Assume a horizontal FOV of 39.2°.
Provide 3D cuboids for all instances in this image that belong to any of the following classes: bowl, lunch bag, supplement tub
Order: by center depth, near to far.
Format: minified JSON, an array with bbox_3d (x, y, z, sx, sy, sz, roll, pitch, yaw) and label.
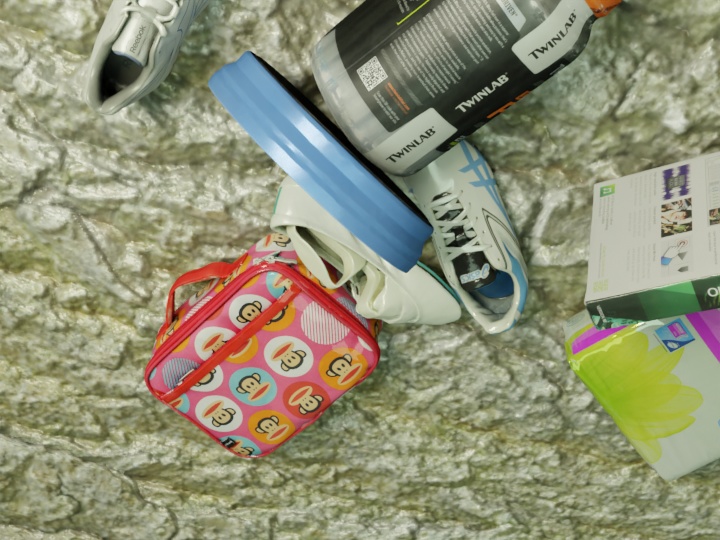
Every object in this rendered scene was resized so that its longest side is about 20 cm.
[{"bbox_3d":[0.073,-0.167,0.710,0.199,0.123,0.122,-34,118,25],"label":"supplement tub"},{"bbox_3d":[-0.024,-0.081,0.734,0.039,0.201,0.200,-46,114,7],"label":"bowl"},{"bbox_3d":[-0.095,0.062,0.913,0.176,0.082,0.200,41,116,-19],"label":"lunch bag"}]

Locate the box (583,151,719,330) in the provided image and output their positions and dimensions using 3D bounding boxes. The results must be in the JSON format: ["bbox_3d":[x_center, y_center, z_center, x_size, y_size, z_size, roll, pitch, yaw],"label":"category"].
[{"bbox_3d":[0.271,-0.033,0.761,0.198,0.145,0.036,-15,127,29],"label":"box"}]

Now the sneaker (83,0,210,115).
[{"bbox_3d":[-0.141,-0.192,0.723,0.074,0.087,0.201,24,122,-12],"label":"sneaker"}]

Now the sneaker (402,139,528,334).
[{"bbox_3d":[0.089,-0.033,0.838,0.071,0.073,0.201,-21,121,18],"label":"sneaker"}]

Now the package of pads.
[{"bbox_3d":[0.291,0.093,0.922,0.154,0.069,0.200,-32,118,22],"label":"package of pads"}]

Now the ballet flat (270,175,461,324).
[{"bbox_3d":[0.000,0.000,0.859,0.200,0.070,0.069,40,118,-19],"label":"ballet flat"}]
